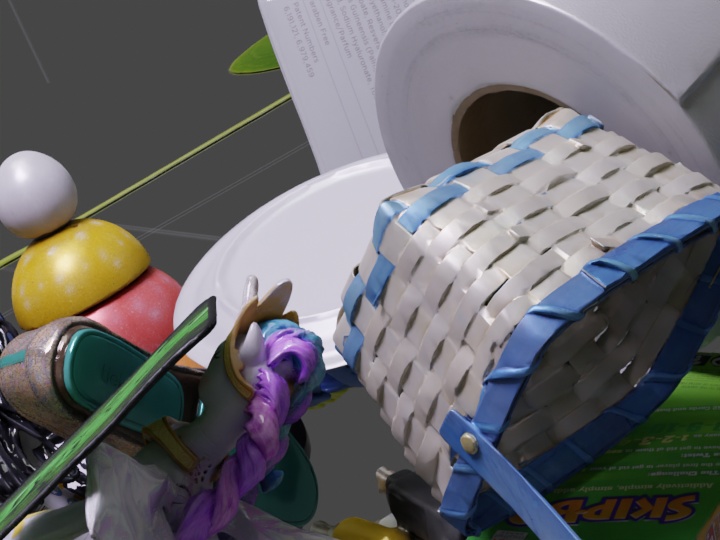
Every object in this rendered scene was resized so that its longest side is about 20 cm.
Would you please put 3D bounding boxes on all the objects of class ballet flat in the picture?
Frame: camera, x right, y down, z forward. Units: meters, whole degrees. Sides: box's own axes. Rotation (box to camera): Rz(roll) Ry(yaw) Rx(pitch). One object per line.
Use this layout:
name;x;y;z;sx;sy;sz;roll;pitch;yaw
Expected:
ballet flat;-0.101;0.077;1.188;0.067;0.200;0.069;-9;56;38

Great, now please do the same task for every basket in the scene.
basket;0.103;0.039;0.962;0.176;0.140;0.200;-24;53;-38

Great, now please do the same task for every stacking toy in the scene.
stacking toy;-0.156;0.020;1.430;0.145;0.201;0.146;-23;15;6

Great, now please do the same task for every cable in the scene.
cable;0.060;0.127;1.061;0.096;0.051;0.200;-16;22;-24

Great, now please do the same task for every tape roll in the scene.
tape roll;0.124;-0.079;1.102;0.202;0.203;0.139;-6;33;52

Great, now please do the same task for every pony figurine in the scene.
pony figurine;-0.080;0.120;1.047;0.200;0.166;0.194;-46;36;27

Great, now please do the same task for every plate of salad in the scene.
plate of salad;0.000;0.000;1.232;0.199;0.048;0.201;-19;29;11

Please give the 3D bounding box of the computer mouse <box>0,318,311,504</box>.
computer mouse;-0.123;0.090;1.276;0.199;0.053;0.139;8;37;-27

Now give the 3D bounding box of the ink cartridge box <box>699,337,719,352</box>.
ink cartridge box;0.128;-0.001;1.235;0.116;0.068;0.200;-26;34;-2

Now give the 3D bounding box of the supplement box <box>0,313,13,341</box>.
supplement box;-0.309;0.086;1.402;0.199;0.135;0.200;-30;-23;-20

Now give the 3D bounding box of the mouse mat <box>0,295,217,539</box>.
mouse mat;-0.132;0.085;1.029;0.200;0.008;0.161;-44;5;0

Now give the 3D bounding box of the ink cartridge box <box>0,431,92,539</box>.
ink cartridge box;-0.206;0.129;1.235;0.077;0.136;0.200;-53;2;25

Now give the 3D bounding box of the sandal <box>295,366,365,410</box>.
sandal;-0.014;0.037;1.330;0.087;0.080;0.200;-7;-16;-43

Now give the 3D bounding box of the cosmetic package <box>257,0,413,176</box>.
cosmetic package;0.066;-0.123;1.536;0.199;0.167;0.167;-22;-10;9

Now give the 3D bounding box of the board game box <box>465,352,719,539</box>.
board game box;0.122;0.086;1.031;0.095;0.030;0.200;2;22;28
